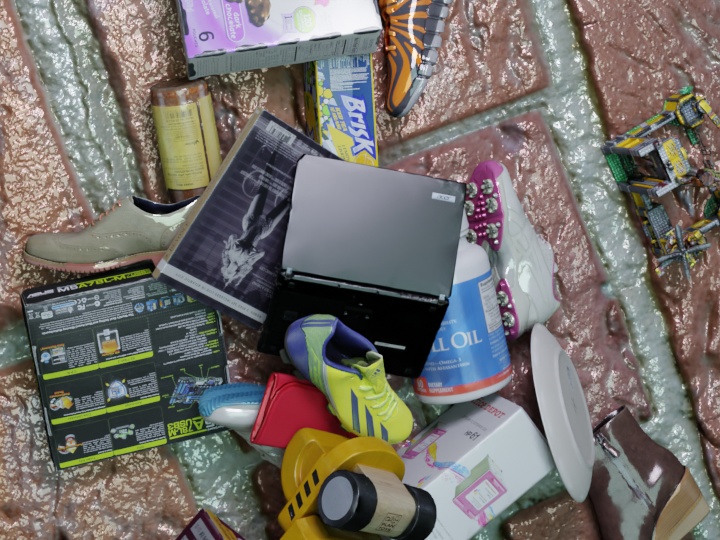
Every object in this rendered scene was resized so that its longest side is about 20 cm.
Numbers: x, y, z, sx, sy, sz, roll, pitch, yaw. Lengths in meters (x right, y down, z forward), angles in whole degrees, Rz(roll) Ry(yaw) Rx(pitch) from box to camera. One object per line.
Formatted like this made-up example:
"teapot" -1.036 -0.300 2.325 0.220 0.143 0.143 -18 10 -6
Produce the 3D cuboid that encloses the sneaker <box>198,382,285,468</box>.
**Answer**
"sneaker" -0.088 0.167 1.720 0.200 0.076 0.081 13 96 -41

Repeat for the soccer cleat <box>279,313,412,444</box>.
"soccer cleat" 0.001 0.115 1.661 0.200 0.084 0.065 46 44 -34

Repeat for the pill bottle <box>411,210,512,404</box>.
"pill bottle" 0.092 0.035 1.765 0.112 0.112 0.201 -16 100 -14

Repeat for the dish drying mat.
"dish drying mat" -0.034 0.155 1.707 0.200 0.018 0.077 16 94 -50

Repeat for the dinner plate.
"dinner plate" 0.226 0.153 1.780 0.024 0.200 0.201 -16 102 16

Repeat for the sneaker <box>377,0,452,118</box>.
"sneaker" 0.031 -0.269 1.738 0.112 0.078 0.201 17 81 -14

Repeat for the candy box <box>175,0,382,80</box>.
"candy box" -0.090 -0.296 1.652 0.199 0.072 0.168 -10 79 -7

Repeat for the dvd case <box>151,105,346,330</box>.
"dvd case" -0.104 -0.050 1.652 0.149 0.016 0.200 29 94 -42

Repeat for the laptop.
"laptop" 0.000 0.000 1.677 0.177 0.104 0.200 10 136 -8

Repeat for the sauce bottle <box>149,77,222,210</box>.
"sauce bottle" -0.174 -0.098 1.692 0.066 0.066 0.201 -11 107 -15

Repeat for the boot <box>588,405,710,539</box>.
"boot" 0.289 0.277 1.888 0.200 0.072 0.166 -44 94 -6

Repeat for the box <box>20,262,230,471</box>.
"box" -0.238 0.095 1.689 0.199 0.048 0.194 -13 116 -15

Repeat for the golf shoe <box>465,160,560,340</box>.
"golf shoe" 0.170 -0.028 1.810 0.091 0.075 0.201 -16 103 -30

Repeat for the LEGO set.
"LEGO set" 0.371 -0.100 1.827 0.153 0.116 0.201 -21 102 -13

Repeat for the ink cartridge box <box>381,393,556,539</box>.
"ink cartridge box" 0.100 0.225 1.772 0.200 0.144 0.085 -37 104 -9

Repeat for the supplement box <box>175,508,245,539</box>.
"supplement box" -0.115 0.364 1.733 0.200 0.131 0.103 42 84 -18

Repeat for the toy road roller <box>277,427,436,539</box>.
"toy road roller" -0.032 0.252 1.652 0.123 0.146 0.200 20 113 -42

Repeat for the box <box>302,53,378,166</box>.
"box" -0.020 -0.140 1.732 0.064 0.070 0.201 -5 98 -13

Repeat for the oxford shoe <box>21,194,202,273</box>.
"oxford shoe" -0.248 -0.042 1.662 0.199 0.071 0.074 -5 110 -2
